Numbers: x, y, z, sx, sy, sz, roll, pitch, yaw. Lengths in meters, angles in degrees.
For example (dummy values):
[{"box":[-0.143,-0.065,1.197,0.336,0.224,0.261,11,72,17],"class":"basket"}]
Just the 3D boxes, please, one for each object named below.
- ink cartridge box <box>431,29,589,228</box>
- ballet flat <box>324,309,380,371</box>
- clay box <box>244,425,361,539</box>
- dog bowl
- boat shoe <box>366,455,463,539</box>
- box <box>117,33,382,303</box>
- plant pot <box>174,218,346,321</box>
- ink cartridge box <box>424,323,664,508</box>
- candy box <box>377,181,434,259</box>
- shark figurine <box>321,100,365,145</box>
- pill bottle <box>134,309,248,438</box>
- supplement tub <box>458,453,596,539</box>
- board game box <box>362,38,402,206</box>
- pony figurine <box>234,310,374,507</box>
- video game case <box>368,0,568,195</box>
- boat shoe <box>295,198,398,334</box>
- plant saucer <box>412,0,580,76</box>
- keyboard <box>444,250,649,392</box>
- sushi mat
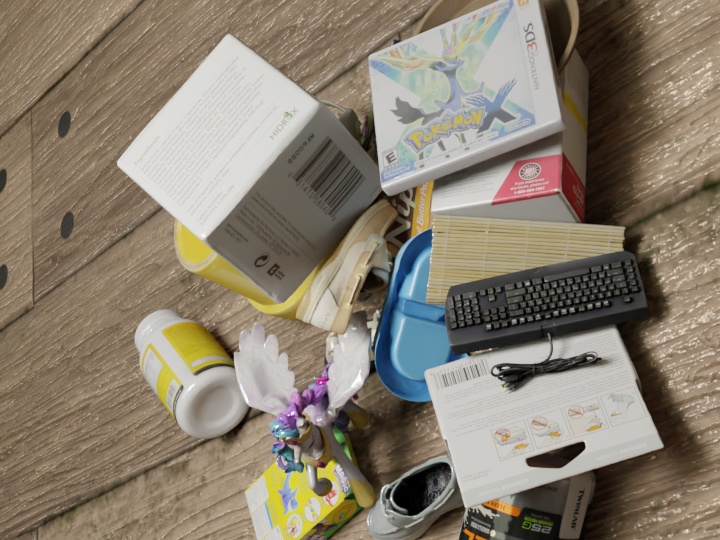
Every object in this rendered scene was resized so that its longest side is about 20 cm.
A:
[{"box":[0.161,-0.139,1.470,0.145,0.083,0.201,-8,59,27],"class":"ink cartridge box"},{"box":[0.002,0.086,1.681,0.200,0.073,0.073,-19,66,48],"class":"ballet flat"},{"box":[-0.061,0.273,1.724,0.200,0.047,0.115,-44,49,33],"class":"clay box"},{"box":[0.076,0.046,1.572,0.050,0.111,0.201,-150,75,-74],"class":"dog bowl"},{"box":[0.060,0.252,1.559,0.201,0.071,0.070,-37,54,41],"class":"boat shoe"},{"box":[-0.118,-0.111,1.560,0.200,0.199,0.171,-48,58,-1],"class":"box"},{"box":[-0.128,-0.045,1.782,0.200,0.188,0.202,-16,68,48],"class":"plant pot"},{"box":[0.178,0.143,1.355,0.199,0.044,0.174,-18,47,3],"class":"ink cartridge box"},{"box":[0.085,-0.106,1.641,0.115,0.055,0.201,31,104,51],"class":"candy box"},{"box":[-0.040,-0.152,1.706,0.128,0.089,0.215,115,165,-55],"class":"shark figurine"},{"box":[-0.240,0.137,1.932,0.200,0.112,0.112,44,114,47],"class":"pill bottle"},{"box":[0.157,0.283,1.391,0.122,0.122,0.201,13,91,52],"class":"supplement tub"},{"box":[0.021,-0.173,1.705,0.120,0.032,0.201,165,119,-78],"class":"board game box"},{"box":[-0.047,0.159,1.577,0.166,0.200,0.194,-13,58,15],"class":"pony figurine"},{"box":[0.105,-0.185,1.426,0.199,0.022,0.183,-20,54,21],"class":"video game case"},{"box":[0.000,0.000,1.578,0.200,0.069,0.074,-55,-6,-37],"class":"boat shoe"},{"box":[0.142,-0.236,1.466,0.199,0.029,0.201,-16,54,24],"class":"plant saucer"},{"box":[0.185,0.050,1.378,0.199,0.021,0.128,-13,60,8],"class":"keyboard"},{"box":[0.169,-0.004,1.422,0.012,0.199,0.096,-49,-37,-81],"class":"sushi mat"}]
